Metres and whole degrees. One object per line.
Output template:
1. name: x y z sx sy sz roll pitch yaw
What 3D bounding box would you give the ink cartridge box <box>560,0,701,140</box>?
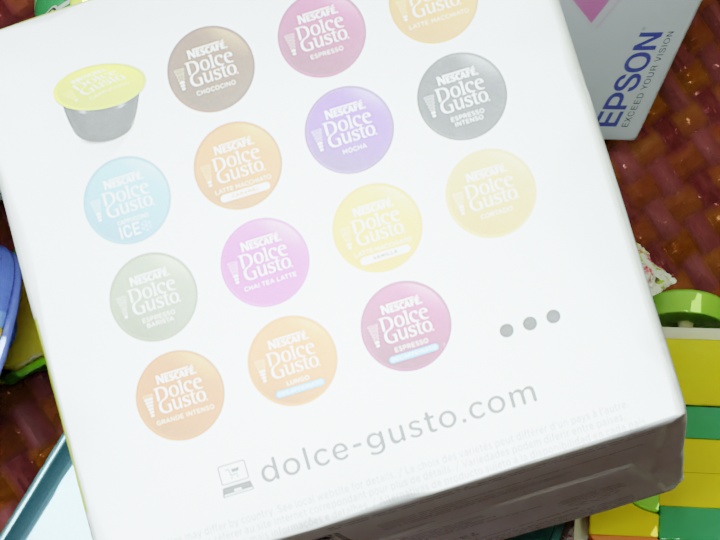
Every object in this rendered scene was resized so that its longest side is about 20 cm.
1. ink cartridge box: 0.066 -0.141 1.283 0.200 0.197 0.043 -2 44 -28

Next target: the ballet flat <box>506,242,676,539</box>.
1. ballet flat: 0.103 0.072 1.295 0.064 0.076 0.200 19 67 -21

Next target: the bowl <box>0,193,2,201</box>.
1. bowl: -0.207 -0.087 1.153 0.094 0.201 0.201 -37 92 4

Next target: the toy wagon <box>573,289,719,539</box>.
1. toy wagon: 0.189 0.087 1.224 0.200 0.040 0.155 2 73 5

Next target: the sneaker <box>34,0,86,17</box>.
1. sneaker: -0.093 -0.127 1.204 0.074 0.200 0.084 -9 108 2

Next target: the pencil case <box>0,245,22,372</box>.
1. pencil case: -0.230 0.013 1.128 0.200 0.078 0.087 11 77 -16

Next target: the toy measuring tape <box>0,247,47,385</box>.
1. toy measuring tape: -0.118 0.042 1.199 0.073 0.074 0.200 20 73 -20

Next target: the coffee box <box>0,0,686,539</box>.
1. coffee box: -0.004 0.000 1.066 0.199 0.200 0.198 -17 78 4

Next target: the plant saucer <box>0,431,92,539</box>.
1. plant saucer: -0.088 0.084 1.171 0.070 0.019 0.200 30 82 8
